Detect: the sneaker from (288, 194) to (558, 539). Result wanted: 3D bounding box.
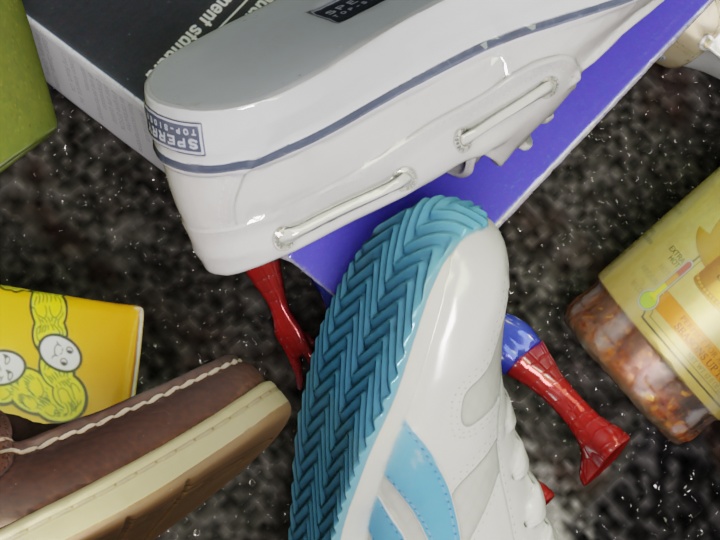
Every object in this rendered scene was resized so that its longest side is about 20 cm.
[{"bbox_3d":[0.024,0.073,0.765,0.080,0.077,0.201,3,113,-13],"label":"sneaker"}]

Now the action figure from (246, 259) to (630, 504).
[{"bbox_3d":[0.000,0.000,0.842,0.065,0.052,0.200,-33,76,-28],"label":"action figure"}]

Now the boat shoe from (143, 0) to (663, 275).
[{"bbox_3d":[0.025,-0.061,0.767,0.199,0.074,0.066,-24,122,-23],"label":"boat shoe"}]

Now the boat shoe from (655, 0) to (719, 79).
[{"bbox_3d":[0.109,-0.101,0.902,0.068,0.075,0.200,-34,85,1],"label":"boat shoe"}]

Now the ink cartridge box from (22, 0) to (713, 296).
[{"bbox_3d":[0.000,-0.108,0.833,0.200,0.043,0.198,37,73,22],"label":"ink cartridge box"}]

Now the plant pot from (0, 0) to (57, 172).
[{"bbox_3d":[-0.185,-0.098,0.775,0.187,0.187,0.200,-39,96,-24],"label":"plant pot"}]

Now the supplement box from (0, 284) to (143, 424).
[{"bbox_3d":[-0.173,0.061,0.741,0.199,0.109,0.110,10,68,-11],"label":"supplement box"}]

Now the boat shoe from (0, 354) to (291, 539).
[{"bbox_3d":[-0.115,0.058,0.660,0.199,0.072,0.072,-25,79,-15],"label":"boat shoe"}]

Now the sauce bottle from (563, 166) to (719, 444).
[{"bbox_3d":[0.158,-0.030,0.838,0.200,0.066,0.066,-44,84,7],"label":"sauce bottle"}]
